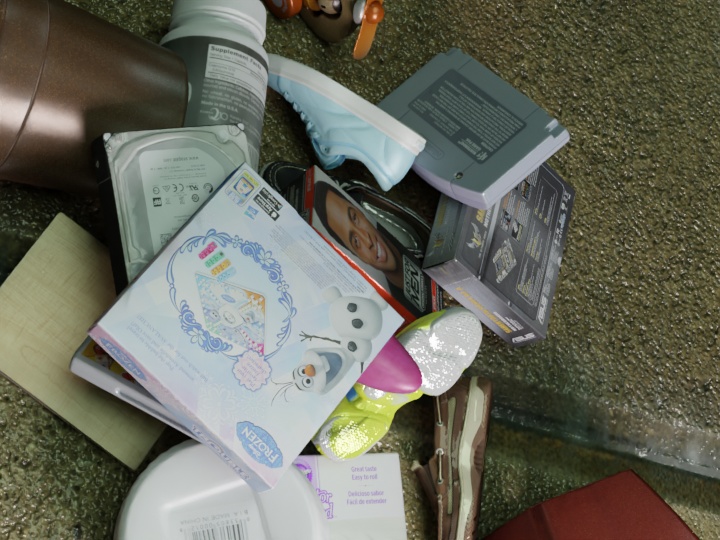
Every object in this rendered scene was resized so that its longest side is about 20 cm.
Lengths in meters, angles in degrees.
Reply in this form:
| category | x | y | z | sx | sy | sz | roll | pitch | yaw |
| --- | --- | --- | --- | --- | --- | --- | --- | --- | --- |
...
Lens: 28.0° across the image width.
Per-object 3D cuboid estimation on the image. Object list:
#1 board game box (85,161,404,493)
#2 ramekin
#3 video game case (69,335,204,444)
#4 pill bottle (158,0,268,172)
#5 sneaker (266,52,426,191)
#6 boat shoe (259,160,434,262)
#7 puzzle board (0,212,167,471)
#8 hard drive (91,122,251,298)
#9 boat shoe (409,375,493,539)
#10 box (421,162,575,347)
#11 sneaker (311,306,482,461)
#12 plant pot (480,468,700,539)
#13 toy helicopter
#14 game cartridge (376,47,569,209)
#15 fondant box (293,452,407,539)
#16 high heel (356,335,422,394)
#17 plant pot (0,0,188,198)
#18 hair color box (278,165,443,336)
| category | x | y | z | sx | sy | sz | roll | pitch | yaw |
| --- | --- | --- | --- | --- | --- | --- | --- | --- | --- |
| board game box | -0.093 | 0.047 | 1.228 | 0.200 | 0.043 | 0.199 | 45 | 61 | -8 |
| ramekin | -0.123 | 0.240 | 1.279 | 0.199 | 0.098 | 0.202 | 1 | 74 | -5 |
| video game case | -0.137 | 0.064 | 1.305 | 0.181 | 0.023 | 0.200 | 28 | 43 | 2 |
| pill bottle | -0.150 | -0.169 | 1.420 | 0.113 | 0.114 | 0.202 | 13 | 68 | -24 |
| sneaker | -0.035 | -0.151 | 1.487 | 0.199 | 0.074 | 0.082 | 31 | 91 | 13 |
| boat shoe | -0.011 | -0.060 | 1.491 | 0.199 | 0.060 | 0.074 | 32 | 60 | -17 |
| puzzle board | -0.245 | 0.066 | 1.338 | 0.200 | 0.017 | 0.151 | 39 | 71 | -10 |
| hard drive | -0.151 | -0.025 | 1.266 | 0.139 | 0.038 | 0.202 | -7 | 86 | -31 |
| boat shoe | 0.087 | 0.207 | 1.469 | 0.074 | 0.075 | 0.204 | 6 | 76 | 10 |
| box | 0.151 | -0.044 | 1.544 | 0.158 | 0.048 | 0.201 | 38 | 52 | -32 |
| sneaker | 0.022 | 0.096 | 1.402 | 0.200 | 0.105 | 0.076 | -37 | 115 | -12 |
| plant pot | 0.227 | 0.314 | 1.436 | 0.199 | 0.200 | 0.177 | -14 | 71 | -31 |
| toy helicopter | -0.016 | -0.308 | 1.483 | 0.079 | 0.200 | 0.132 | -34 | 74 | -32 |
| game cartridge | 0.108 | -0.147 | 1.512 | 0.133 | 0.200 | 0.041 | -37 | 138 | -9 |
| fondant box | -0.028 | 0.279 | 1.380 | 0.143 | 0.058 | 0.202 | 2 | 73 | -27 |
| high heel | -0.015 | 0.027 | 1.310 | 0.200 | 0.096 | 0.067 | 40 | 44 | 15 |
| plant pot | -0.275 | -0.156 | 1.313 | 0.197 | 0.200 | 0.202 | 17 | 67 | -30 |
| hair color box | 0.000 | 0.000 | 1.430 | 0.200 | 0.061 | 0.102 | 40 | 29 | -29 |
